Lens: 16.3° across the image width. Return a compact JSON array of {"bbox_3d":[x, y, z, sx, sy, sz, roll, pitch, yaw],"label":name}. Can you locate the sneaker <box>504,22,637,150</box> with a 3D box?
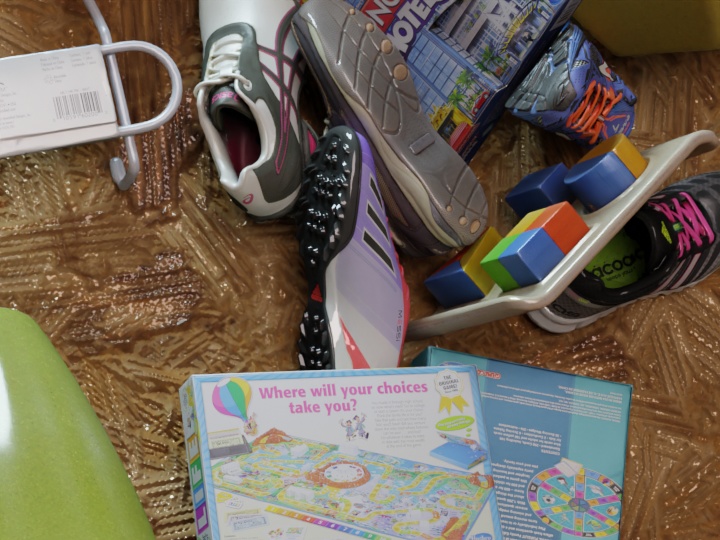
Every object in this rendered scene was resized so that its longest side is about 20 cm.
[{"bbox_3d":[0.156,-0.120,1.745,0.078,0.200,0.075,37,101,6],"label":"sneaker"}]

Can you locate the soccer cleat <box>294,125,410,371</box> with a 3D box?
[{"bbox_3d":[0.000,0.000,1.705,0.073,0.068,0.200,-5,102,-28],"label":"soccer cleat"}]

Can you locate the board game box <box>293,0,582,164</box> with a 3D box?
[{"bbox_3d":[0.033,-0.192,1.752,0.200,0.200,0.062,41,33,12],"label":"board game box"}]

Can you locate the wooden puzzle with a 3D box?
[{"bbox_3d":[0.126,-0.031,1.711,0.200,0.185,0.046,-41,99,-24],"label":"wooden puzzle"}]

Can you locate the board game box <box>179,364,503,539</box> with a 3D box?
[{"bbox_3d":[-0.011,0.132,1.642,0.200,0.034,0.135,-1,71,-20],"label":"board game box"}]

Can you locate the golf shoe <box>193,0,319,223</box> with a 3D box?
[{"bbox_3d":[-0.076,-0.133,1.727,0.077,0.088,0.200,-19,74,21],"label":"golf shoe"}]

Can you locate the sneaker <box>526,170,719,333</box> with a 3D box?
[{"bbox_3d":[0.209,-0.020,1.787,0.200,0.087,0.074,-25,82,-22],"label":"sneaker"}]

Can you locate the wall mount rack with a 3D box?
[{"bbox_3d":[-0.229,-0.132,1.704,0.200,0.075,0.174,-10,80,-19],"label":"wall mount rack"}]

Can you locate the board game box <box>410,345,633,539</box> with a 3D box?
[{"bbox_3d":[0.101,0.165,1.720,0.151,0.047,0.200,11,71,-13],"label":"board game box"}]

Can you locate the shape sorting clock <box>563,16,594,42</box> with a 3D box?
[{"bbox_3d":[0.096,-0.235,1.845,0.200,0.039,0.200,5,78,-26],"label":"shape sorting clock"}]

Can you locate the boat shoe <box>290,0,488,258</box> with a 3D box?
[{"bbox_3d":[0.005,-0.092,1.723,0.074,0.073,0.200,-29,87,-54],"label":"boat shoe"}]

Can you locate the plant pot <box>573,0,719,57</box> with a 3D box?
[{"bbox_3d":[0.236,-0.263,1.805,0.195,0.194,0.200,-25,107,-36],"label":"plant pot"}]

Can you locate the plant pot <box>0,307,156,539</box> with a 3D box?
[{"bbox_3d":[-0.227,0.131,1.578,0.187,0.187,0.200,-5,60,-18],"label":"plant pot"}]
